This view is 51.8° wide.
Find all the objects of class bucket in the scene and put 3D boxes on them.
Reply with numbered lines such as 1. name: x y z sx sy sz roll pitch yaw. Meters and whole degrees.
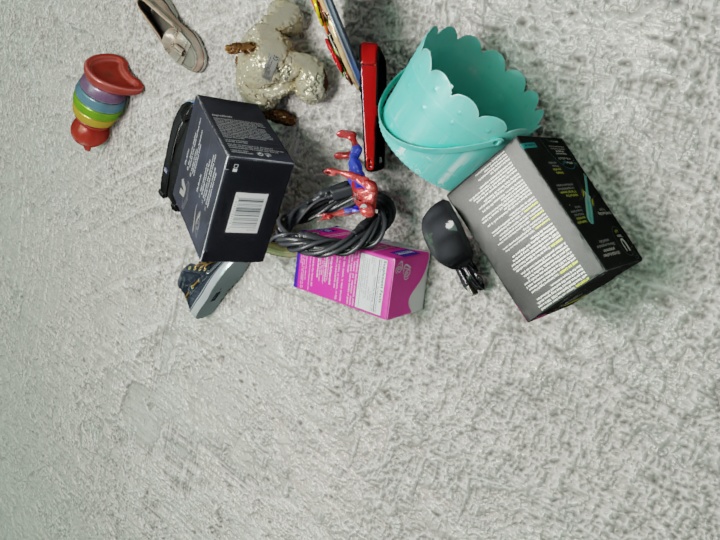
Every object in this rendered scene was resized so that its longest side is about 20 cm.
1. bucket: 0.131 -0.215 1.008 0.208 0.207 0.135 54 129 19

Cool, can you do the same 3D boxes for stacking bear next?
1. stacking bear: -0.570 -0.353 1.609 0.122 0.113 0.200 53 129 20

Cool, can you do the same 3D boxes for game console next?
1. game console: 0.018 -0.238 1.105 0.031 0.200 0.178 2 99 6

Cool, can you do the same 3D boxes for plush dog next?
1. plush dog: -0.164 -0.340 1.273 0.201 0.160 0.172 66 154 13

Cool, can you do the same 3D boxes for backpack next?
1. backpack: -0.297 -0.221 1.391 0.163 0.153 0.201 38 132 47

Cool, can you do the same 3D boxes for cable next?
1. cable: -0.045 -0.071 1.167 0.163 0.199 0.051 -122 15 -47

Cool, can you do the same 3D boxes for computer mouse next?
1. computer mouse: 0.122 -0.036 1.038 0.053 0.200 0.139 -25 76 6

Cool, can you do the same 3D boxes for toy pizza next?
1. toy pizza: -0.040 -0.362 1.130 0.032 0.200 0.201 -22 82 7

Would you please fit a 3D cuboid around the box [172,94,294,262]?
1. box: -0.216 -0.150 1.222 0.200 0.117 0.197 57 136 42

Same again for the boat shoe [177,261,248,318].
1. boat shoe: -0.299 0.006 1.460 0.091 0.071 0.200 54 127 15

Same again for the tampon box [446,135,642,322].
1. tampon box: 0.241 -0.057 0.968 0.126 0.150 0.201 -40 72 34

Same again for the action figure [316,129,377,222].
1. action figure: -0.031 -0.142 1.150 0.200 0.098 0.066 -112 21 -47

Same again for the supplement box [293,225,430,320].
1. supplement box: 0.000 0.000 1.201 0.199 0.101 0.104 19 108 35

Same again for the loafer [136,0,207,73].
1. loafer: -0.376 -0.464 1.460 0.072 0.063 0.200 -49 67 33

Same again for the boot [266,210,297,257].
1. boot: -0.160 -0.126 1.329 0.200 0.073 0.156 37 120 38
